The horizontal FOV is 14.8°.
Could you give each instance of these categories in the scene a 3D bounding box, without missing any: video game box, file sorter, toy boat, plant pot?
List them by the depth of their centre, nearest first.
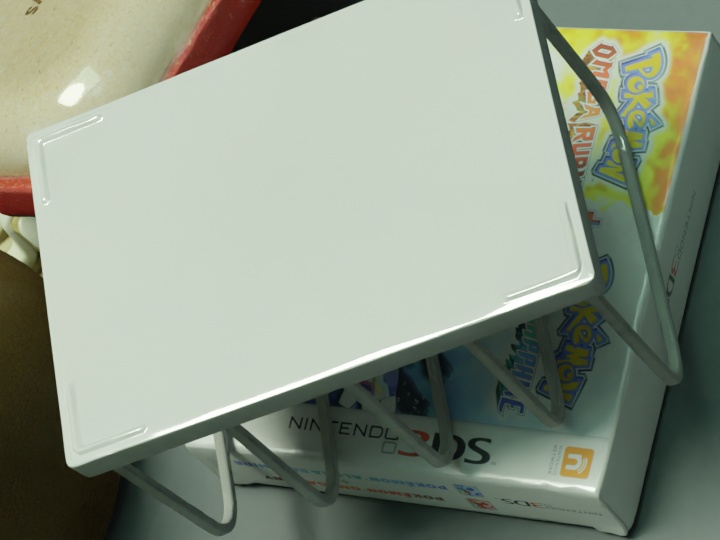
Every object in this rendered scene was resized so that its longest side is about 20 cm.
[{"bbox_3d":[0.000,0.000,1.018,0.200,0.125,0.139,-20,59,16],"label":"file sorter"},{"bbox_3d":[-0.203,0.066,1.054,0.186,0.200,0.186,-1,85,7],"label":"plant pot"},{"bbox_3d":[0.041,-0.003,1.104,0.182,0.047,0.200,5,67,25],"label":"video game box"},{"bbox_3d":[-0.078,-0.090,1.149,0.130,0.131,0.200,2,55,46],"label":"toy boat"}]

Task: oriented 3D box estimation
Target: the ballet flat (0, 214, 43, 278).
[{"bbox_3d":[-0.154,0.000,1.184,0.200,0.064,0.076,-44,54,-2],"label":"ballet flat"}]
